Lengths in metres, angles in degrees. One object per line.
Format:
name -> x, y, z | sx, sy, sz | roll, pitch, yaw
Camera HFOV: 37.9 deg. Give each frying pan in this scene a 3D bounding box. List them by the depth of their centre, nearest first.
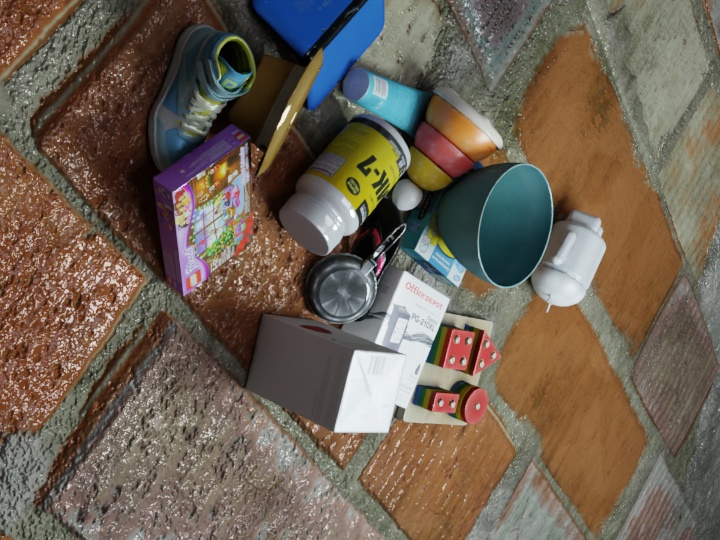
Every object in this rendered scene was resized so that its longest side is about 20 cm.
frying pan -> 0.005, 0.016, 1.616 | 0.188, 0.031, 0.116 | -23, 112, -1

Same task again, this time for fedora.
fedora -> -0.120, -0.222, 1.380 | 0.081, 0.201, 0.202 | 28, 78, -6

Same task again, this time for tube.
tube -> 0.049, -0.264, 1.636 | 0.199, 0.050, 0.078 | 13, 105, -54

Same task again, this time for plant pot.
plant pot -> 0.204, -0.084, 1.720 | 0.199, 0.134, 0.203 | -16, 112, -42

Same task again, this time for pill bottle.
pill bottle -> -0.024, -0.125, 1.547 | 0.200, 0.114, 0.115 | -51, 133, -23

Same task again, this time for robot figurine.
robot figurine -> 0.405, -0.016, 2.044 | 0.201, 0.112, 0.170 | -62, 151, -13

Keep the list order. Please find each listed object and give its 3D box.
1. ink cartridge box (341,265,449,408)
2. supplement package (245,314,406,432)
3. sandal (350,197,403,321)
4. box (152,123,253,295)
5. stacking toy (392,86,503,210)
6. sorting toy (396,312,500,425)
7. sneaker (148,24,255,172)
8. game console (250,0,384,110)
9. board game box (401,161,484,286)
ink cartridge box -> 0.046, 0.104, 1.714 | 0.144, 0.084, 0.202 | 30, 80, -48
supplement package -> -0.053, 0.149, 1.535 | 0.121, 0.199, 0.121 | 9, 96, -48
sandal -> 0.012, -0.017, 1.648 | 0.045, 0.075, 0.202 | 18, 91, -56
box -> -0.200, -0.076, 1.369 | 0.137, 0.039, 0.201 | -41, 153, -31
stacking toy -> 0.120, -0.181, 1.692 | 0.200, 0.146, 0.146 | -49, 136, 4
sorting toy -> 0.174, 0.184, 1.889 | 0.198, 0.069, 0.202 | 12, 93, -48
sneaker -> -0.197, -0.210, 1.316 | 0.079, 0.130, 0.202 | 11, 94, -40
game console -> -0.057, -0.366, 1.508 | 0.171, 0.118, 0.201 | 43, 67, -12
board game box -> 0.156, -0.095, 1.800 | 0.151, 0.047, 0.202 | 36, 75, -47
